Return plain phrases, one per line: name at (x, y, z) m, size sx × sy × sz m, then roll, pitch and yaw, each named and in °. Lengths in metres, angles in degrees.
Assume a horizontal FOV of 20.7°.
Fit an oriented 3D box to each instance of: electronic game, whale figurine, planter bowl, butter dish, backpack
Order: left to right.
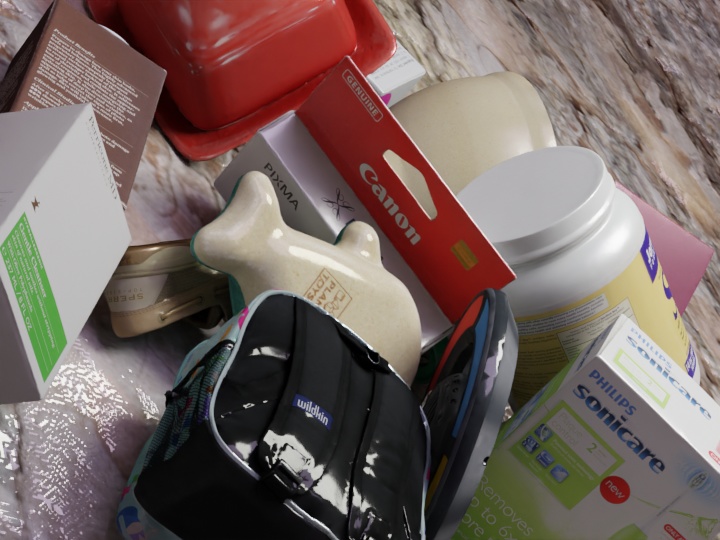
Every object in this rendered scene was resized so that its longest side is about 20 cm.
butter dish at (-0.101, -0.220, 1.526) m, size 0.200 × 0.199 × 0.148 m, roll 57°, pitch -9°, yaw 22°
backpack at (-0.045, 0.117, 1.204) m, size 0.178 × 0.151 × 0.200 m, roll 40°, pitch 35°, yaw -18°
whale figurine at (-0.048, 0.026, 1.345) m, size 0.200 × 0.104 × 0.159 m, roll 50°, pitch 62°, yaw -27°
planter bowl at (0.058, -0.057, 1.577) m, size 0.135 × 0.200 × 0.200 m, roll -3°, pitch 47°, yaw -19°
electronic game at (0.056, 0.106, 1.310) m, size 0.042 × 0.200 × 0.200 m, roll 20°, pitch 31°, yaw -5°

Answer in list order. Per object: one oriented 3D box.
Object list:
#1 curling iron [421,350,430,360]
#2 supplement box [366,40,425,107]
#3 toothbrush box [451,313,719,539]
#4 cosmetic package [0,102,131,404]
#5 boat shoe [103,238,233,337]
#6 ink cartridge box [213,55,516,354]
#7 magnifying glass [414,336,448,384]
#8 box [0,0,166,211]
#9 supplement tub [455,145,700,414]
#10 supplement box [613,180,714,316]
curling iron at (-0.015, 0.011, 1.536) m, size 0.200 × 0.026 × 0.050 m, roll 39°, pitch 48°, yaw -19°
supplement box at (-0.058, -0.198, 1.684) m, size 0.200 × 0.101 × 0.103 m, roll 45°, pitch 28°, yaw 4°
toothbrush box at (0.160, 0.154, 1.376) m, size 0.146 × 0.200 × 0.086 m, roll 45°, pitch 27°, yaw 0°
cosmetic package at (-0.214, -0.012, 1.190) m, size 0.200 × 0.085 × 0.108 m, roll -71°, pitch 150°, yaw -59°
boat shoe at (-0.114, 0.009, 1.370) m, size 0.200 × 0.071 × 0.065 m, roll -10°, pitch 93°, yaw -57°
ink cartridge box at (-0.003, -0.029, 1.418) m, size 0.045 × 0.176 × 0.200 m, roll -35°, pitch 86°, yaw -35°
magnifying glass at (0.000, 0.000, 1.492) m, size 0.022 × 0.080 × 0.200 m, roll -33°, pitch 89°, yaw -31°
box at (-0.207, -0.099, 1.378) m, size 0.100 × 0.075 × 0.200 m, roll 34°, pitch 30°, yaw -17°
supplement tub at (0.155, 0.024, 1.452) m, size 0.145 × 0.145 × 0.200 m, roll -82°, pitch 151°, yaw -58°
supplement box at (0.187, -0.006, 1.643) m, size 0.110 × 0.086 × 0.200 m, roll 34°, pitch -13°, yaw -17°
